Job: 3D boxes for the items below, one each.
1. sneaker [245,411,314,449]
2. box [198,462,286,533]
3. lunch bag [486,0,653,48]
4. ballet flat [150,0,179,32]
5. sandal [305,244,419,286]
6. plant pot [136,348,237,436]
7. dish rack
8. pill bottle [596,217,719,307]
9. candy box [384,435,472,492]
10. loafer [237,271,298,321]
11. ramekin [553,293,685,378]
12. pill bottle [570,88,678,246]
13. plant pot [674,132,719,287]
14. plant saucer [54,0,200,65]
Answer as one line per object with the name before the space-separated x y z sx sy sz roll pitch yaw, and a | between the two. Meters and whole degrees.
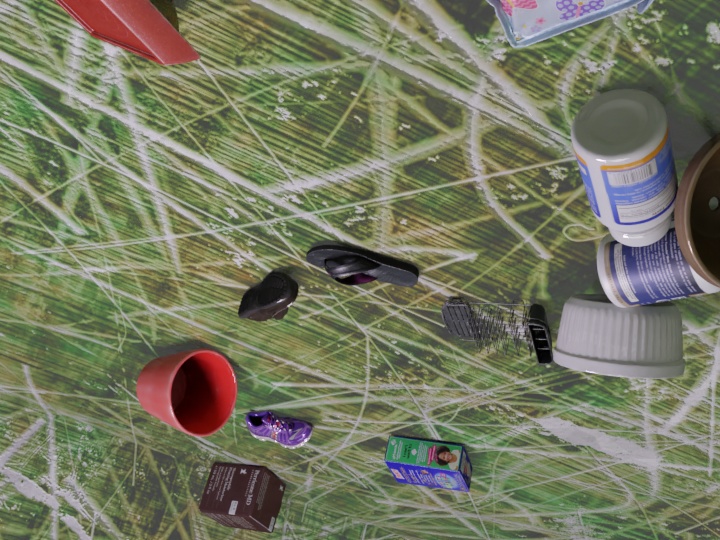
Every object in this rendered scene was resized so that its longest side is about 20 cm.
sneaker | -0.216 0.410 2.286 0.199 0.081 0.084 1 142 24
box | -0.377 0.727 2.811 0.199 0.167 0.164 -1 146 26
lunch bag | 0.208 -0.307 0.760 0.199 0.170 0.127 -14 139 39
ballet flat | -0.270 -0.353 1.016 0.070 0.071 0.200 -12 143 39
sandal | 0.001 0.000 1.507 0.199 0.048 0.075 12 151 4
plant pot | -0.418 0.279 2.052 0.177 0.201 0.200 -1 149 42
dish rack | 0.245 0.107 1.576 0.199 0.055 0.154 3 148 21
pill bottle | 0.441 -0.017 1.214 0.199 0.112 0.111 -14 140 41
candy box | 0.177 0.500 2.261 0.199 0.077 0.169 3 150 18
loafer | -0.163 0.055 1.665 0.071 0.073 0.200 23 158 -25
ramekin | 0.403 0.097 1.363 0.199 0.106 0.200 3 -175 0
pill bottle | 0.334 -0.119 1.088 0.111 0.113 0.200 -1 148 26
plant pot | 0.457 -0.077 1.069 0.200 0.202 0.093 24 -178 -17
plant saucer | -0.308 -0.314 1.011 0.199 0.037 0.200 27 171 34
